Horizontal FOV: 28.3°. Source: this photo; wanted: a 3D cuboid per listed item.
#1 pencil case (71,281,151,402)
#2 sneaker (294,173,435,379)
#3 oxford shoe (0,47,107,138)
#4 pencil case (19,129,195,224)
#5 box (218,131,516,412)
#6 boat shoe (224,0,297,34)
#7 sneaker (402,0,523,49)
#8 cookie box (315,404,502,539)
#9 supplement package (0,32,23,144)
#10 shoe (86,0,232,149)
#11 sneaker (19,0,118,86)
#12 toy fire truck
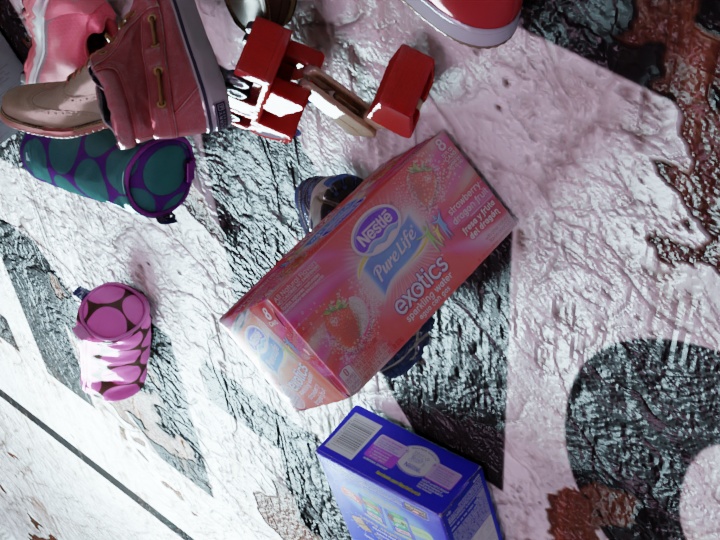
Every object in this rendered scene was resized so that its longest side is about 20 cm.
[{"bbox_3d":[-0.306,0.092,1.739,0.091,0.094,0.200,38,153,15],"label":"pencil case"},{"bbox_3d":[0.000,0.000,1.221,0.085,0.077,0.201,23,139,55],"label":"sneaker"},{"bbox_3d":[-0.229,-0.165,1.252,0.199,0.071,0.074,-4,128,12],"label":"oxford shoe"},{"bbox_3d":[-0.246,-0.107,1.390,0.200,0.092,0.086,19,104,43],"label":"pencil case"},{"bbox_3d":[0.006,0.001,1.054,0.095,0.200,0.103,50,153,-10],"label":"box"},{"bbox_3d":[-0.093,-0.236,1.010,0.072,0.068,0.200,30,154,22],"label":"boat shoe"},{"bbox_3d":[0.019,-0.226,0.869,0.200,0.071,0.113,32,155,10],"label":"sneaker"},{"bbox_3d":[0.059,0.255,1.464,0.171,0.075,0.200,23,145,37],"label":"cookie box"},{"bbox_3d":[-0.439,-0.221,1.481,0.114,0.110,0.200,4,131,52],"label":"supplement package"},{"bbox_3d":[-0.168,-0.176,1.092,0.072,0.091,0.201,90,161,-53],"label":"shoe"},{"bbox_3d":[-0.259,-0.192,1.309,0.087,0.074,0.200,35,153,11],"label":"sneaker"},{"bbox_3d":[-0.030,-0.132,1.068,0.141,0.049,0.200,22,167,-5],"label":"toy fire truck"}]
